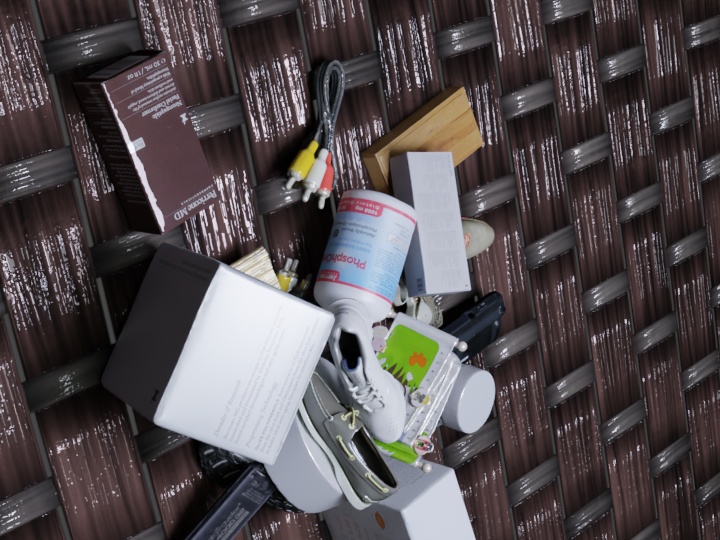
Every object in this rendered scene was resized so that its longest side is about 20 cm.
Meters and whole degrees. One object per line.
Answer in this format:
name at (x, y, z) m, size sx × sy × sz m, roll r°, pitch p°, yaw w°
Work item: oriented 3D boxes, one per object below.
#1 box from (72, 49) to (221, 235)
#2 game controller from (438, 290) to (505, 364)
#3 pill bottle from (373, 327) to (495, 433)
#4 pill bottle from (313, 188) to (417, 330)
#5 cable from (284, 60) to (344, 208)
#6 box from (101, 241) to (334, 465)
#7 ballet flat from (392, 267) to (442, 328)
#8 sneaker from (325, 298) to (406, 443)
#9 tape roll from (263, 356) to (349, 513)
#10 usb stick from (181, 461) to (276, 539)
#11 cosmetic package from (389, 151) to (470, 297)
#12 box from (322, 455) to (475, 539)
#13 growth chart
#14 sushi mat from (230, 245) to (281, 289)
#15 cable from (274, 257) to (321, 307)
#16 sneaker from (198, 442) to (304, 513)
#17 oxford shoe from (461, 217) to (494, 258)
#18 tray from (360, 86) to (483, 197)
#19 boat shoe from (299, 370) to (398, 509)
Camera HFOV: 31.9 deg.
box at (-0.256, -0.154, 1.519) m, size 0.100 × 0.075 × 0.201 m, roll -36°, pitch 120°, yaw -33°
game controller at (0.149, 0.110, 1.924) m, size 0.200 × 0.042 × 0.105 m, roll -32°, pitch 149°, yaw -34°
pill bottle at (0.082, 0.158, 1.764) m, size 0.114 × 0.200 × 0.115 m, roll -22°, pitch 119°, yaw -47°
pill bottle at (0.000, 0.000, 1.698) m, size 0.109 × 0.109 × 0.201 m, roll 27°, pitch 74°, yaw -40°
cable at (-0.043, -0.181, 1.707) m, size 0.097 × 0.050 × 0.201 m, roll 30°, pitch 76°, yaw -45°
box at (-0.175, 0.096, 1.511) m, size 0.171 × 0.199 × 0.201 m, roll 24°, pitch 87°, yaw -30°
ballet flat at (0.059, 0.034, 1.820) m, size 0.200 × 0.068 × 0.075 m, roll 58°, pitch 17°, yaw -29°
sneaker at (0.000, 0.138, 1.608) m, size 0.087 × 0.074 × 0.201 m, roll -77°, pitch 144°, yaw -71°
tape roll at (-0.061, 0.218, 1.675) m, size 0.203 × 0.071 × 0.203 m, roll 49°, pitch 27°, yaw -36°
usb stick at (-0.183, 0.329, 1.629) m, size 0.055 × 0.033 × 0.200 m, roll 38°, pitch 95°, yaw -31°
cosmetic package at (0.097, -0.065, 1.777) m, size 0.082 × 0.051 × 0.201 m, roll -3°, pitch 83°, yaw -33°
box at (0.047, 0.345, 1.771) m, size 0.106 × 0.200 × 0.153 m, roll -34°, pitch 118°, yaw -33°
growth chart at (0.056, 0.156, 1.682) m, size 0.018 × 0.144 × 0.201 m, roll 64°, pitch 43°, yaw -67°
sushi mat at (-0.189, 0.058, 1.620) m, size 0.200 × 0.012 × 0.096 m, roll -33°, pitch 117°, yaw -21°
cable at (-0.119, 0.083, 1.709) m, size 0.200 × 0.050 × 0.097 m, roll -58°, pitch 146°, yaw -4°
sneaker at (-0.136, 0.261, 1.695) m, size 0.200 × 0.074 × 0.080 m, roll 32°, pitch 46°, yaw -34°
oxford shoe at (0.138, -0.037, 1.881) m, size 0.200 × 0.074 × 0.071 m, roll -13°, pitch 105°, yaw -40°
tray at (0.094, -0.179, 1.849) m, size 0.200 × 0.037 × 0.099 m, roll -39°, pitch 120°, yaw -30°
boat shoe at (-0.020, 0.208, 1.605) m, size 0.202 × 0.060 × 0.072 m, roll 62°, pitch 22°, yaw -10°
